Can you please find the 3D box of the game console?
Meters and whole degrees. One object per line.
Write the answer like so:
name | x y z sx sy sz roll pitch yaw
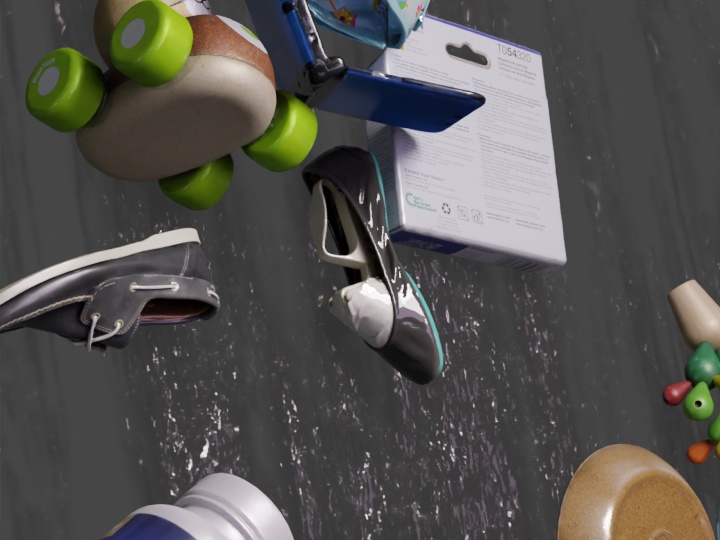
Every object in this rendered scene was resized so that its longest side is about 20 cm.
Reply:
game console | -0.004 -0.175 1.358 0.118 0.200 0.172 -20 91 -8

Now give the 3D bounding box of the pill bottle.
pill bottle | -0.137 0.225 1.192 0.200 0.119 0.120 -40 104 -41

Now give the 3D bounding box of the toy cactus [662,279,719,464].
toy cactus | 0.335 0.090 1.685 0.199 0.102 0.166 -15 68 -40

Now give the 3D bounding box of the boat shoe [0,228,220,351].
boat shoe | -0.179 0.022 1.248 0.199 0.072 0.068 -15 83 -45

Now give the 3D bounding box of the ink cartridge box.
ink cartridge box | 0.086 -0.108 1.539 0.196 0.043 0.201 12 64 -40

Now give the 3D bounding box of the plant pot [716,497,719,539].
plant pot | 0.445 0.238 1.664 0.195 0.200 0.201 4 74 -32

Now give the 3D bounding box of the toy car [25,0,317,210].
toy car | -0.133 -0.174 1.308 0.164 0.157 0.201 32 45 -44

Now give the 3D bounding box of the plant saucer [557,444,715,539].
plant saucer | 0.252 0.249 1.585 0.199 0.035 0.201 13 69 -38

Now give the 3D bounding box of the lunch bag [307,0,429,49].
lunch bag | -0.008 -0.293 1.461 0.200 0.122 0.171 40 53 -19

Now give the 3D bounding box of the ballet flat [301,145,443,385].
ballet flat | 0.000 0.000 1.423 0.068 0.068 0.201 -11 75 -33
